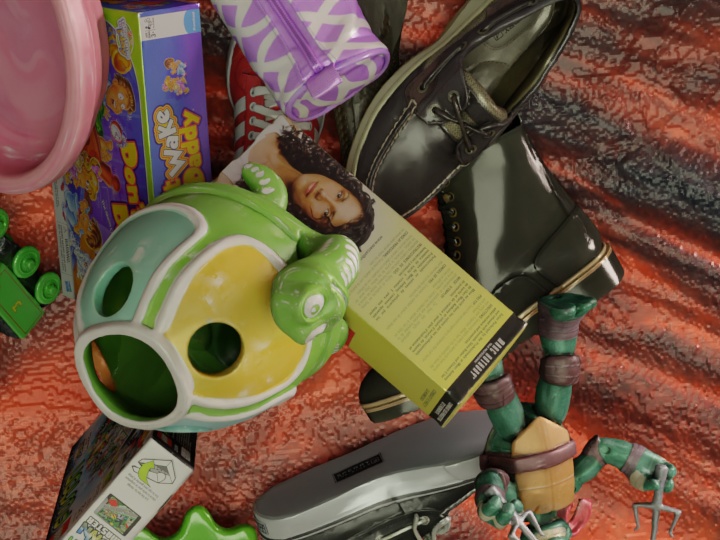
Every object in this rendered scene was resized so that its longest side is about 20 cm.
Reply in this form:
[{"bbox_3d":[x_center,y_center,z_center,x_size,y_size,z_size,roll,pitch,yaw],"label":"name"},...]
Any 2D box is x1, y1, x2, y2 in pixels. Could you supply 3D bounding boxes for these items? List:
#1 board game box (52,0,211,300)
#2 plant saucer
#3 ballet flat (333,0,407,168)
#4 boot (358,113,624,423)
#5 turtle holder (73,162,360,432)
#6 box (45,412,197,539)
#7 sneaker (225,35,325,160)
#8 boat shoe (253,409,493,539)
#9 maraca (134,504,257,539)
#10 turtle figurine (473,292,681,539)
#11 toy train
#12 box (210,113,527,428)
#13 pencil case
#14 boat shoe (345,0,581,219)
[{"bbox_3d":[-0.148,-0.072,1.226,0.045,0.134,0.202,-14,108,-35],"label":"board game box"},{"bbox_3d":[-0.222,-0.150,1.198,0.051,0.200,0.202,-25,111,-42],"label":"plant saucer"},{"bbox_3d":[0.002,-0.134,1.266,0.067,0.046,0.202,-15,104,-22],"label":"ballet flat"},{"bbox_3d":[0.059,-0.003,1.294,0.199,0.077,0.139,-34,100,-7],"label":"boot"},{"bbox_3d":[-0.078,0.031,1.095,0.184,0.132,0.142,16,127,28],"label":"turtle holder"},{"bbox_3d":[-0.150,0.121,1.244,0.035,0.200,0.110,40,100,-12],"label":"box"},{"bbox_3d":[-0.056,-0.076,1.241,0.071,0.113,0.202,3,105,-4],"label":"sneaker"},{"bbox_3d":[0.029,0.159,1.330,0.198,0.074,0.068,-23,114,-4],"label":"boat shoe"},{"bbox_3d":[-0.108,0.260,1.332,0.136,0.107,0.201,-17,106,-6],"label":"maraca"},{"bbox_3d":[0.119,0.123,1.249,0.149,0.100,0.201,-20,104,-34],"label":"turtle figurine"},{"bbox_3d":[-0.257,-0.027,1.231,0.057,0.042,0.200,-53,140,-18],"label":"toy train"},{"bbox_3d":[0.000,0.000,1.168,0.200,0.050,0.075,40,64,5],"label":"box"},{"bbox_3d":[-0.061,-0.189,1.193,0.084,0.085,0.201,-35,81,2],"label":"pencil case"},{"bbox_3d":[0.067,-0.111,1.236,0.200,0.065,0.072,-50,119,-8],"label":"boat shoe"}]
